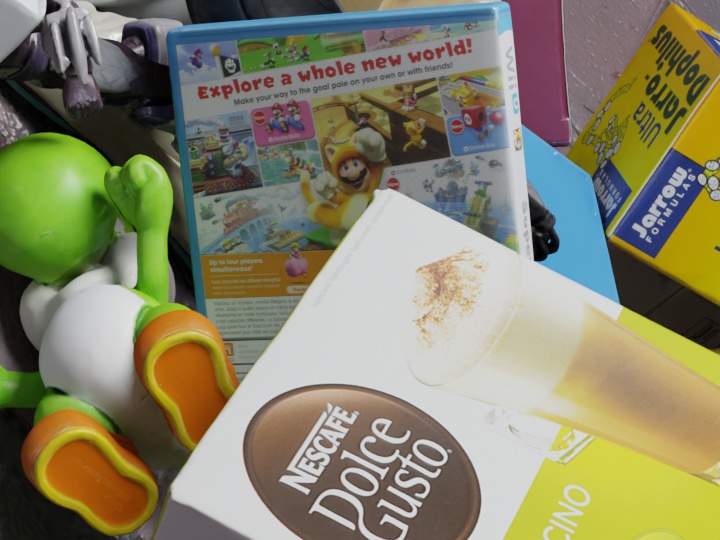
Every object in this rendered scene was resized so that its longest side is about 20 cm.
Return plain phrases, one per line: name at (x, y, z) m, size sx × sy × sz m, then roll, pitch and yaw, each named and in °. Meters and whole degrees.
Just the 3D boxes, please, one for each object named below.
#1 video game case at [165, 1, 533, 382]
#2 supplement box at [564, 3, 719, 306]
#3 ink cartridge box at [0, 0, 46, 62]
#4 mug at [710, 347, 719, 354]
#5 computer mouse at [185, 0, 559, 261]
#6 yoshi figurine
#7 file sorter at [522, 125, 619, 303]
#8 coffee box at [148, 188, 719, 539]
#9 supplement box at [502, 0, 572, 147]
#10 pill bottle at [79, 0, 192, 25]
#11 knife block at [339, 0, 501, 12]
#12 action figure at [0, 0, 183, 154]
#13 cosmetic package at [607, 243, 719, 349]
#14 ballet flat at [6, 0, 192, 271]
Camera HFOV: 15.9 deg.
video game case at (0.000, 0.000, 1.011) m, size 0.018 × 0.142 × 0.202 m, roll -26°, pitch 113°, yaw -63°
supplement box at (0.223, -0.033, 1.344) m, size 0.199 × 0.110 × 0.109 m, roll 29°, pitch 15°, yaw -20°
ink cartridge box at (-0.236, -0.103, 0.897) m, size 0.200 × 0.162 × 0.057 m, roll 33°, pitch 29°, yaw -34°
mug at (0.173, 0.144, 1.327) m, size 0.154 × 0.185 × 0.150 m, roll -68°, pitch 155°, yaw -49°
computer mouse at (-0.003, -0.065, 1.046) m, size 0.140 × 0.046 × 0.200 m, roll 21°, pitch -28°, yaw 55°
yoshi figurine at (-0.112, 0.010, 1.016) m, size 0.112 × 0.113 × 0.200 m, roll 3°, pitch 23°, yaw -17°
file sorter at (0.039, 0.025, 1.226) m, size 0.138 × 0.122 × 0.201 m, roll 32°, pitch 34°, yaw -35°
coffee box at (0.027, 0.133, 0.906) m, size 0.197 × 0.201 × 0.200 m, roll 27°, pitch 38°, yaw 6°
supplement box at (0.062, -0.134, 1.375) m, size 0.200 × 0.085 × 0.111 m, roll -89°, pitch 176°, yaw -78°
pill bottle at (-0.075, -0.170, 1.280) m, size 0.200 × 0.112 × 0.112 m, roll -8°, pitch 65°, yaw -60°
knife block at (-0.022, -0.132, 1.198) m, size 0.064 × 0.201 × 0.176 m, roll 17°, pitch 20°, yaw -41°
action figure at (-0.128, -0.087, 1.070) m, size 0.199 × 0.130 × 0.070 m, roll 11°, pitch 89°, yaw -39°
cosmetic package at (0.203, 0.050, 1.480) m, size 0.200 × 0.105 × 0.071 m, roll 33°, pitch 31°, yaw -38°
ballet flat at (-0.098, -0.074, 1.185) m, size 0.200 × 0.069 × 0.070 m, roll 46°, pitch 28°, yaw -15°
